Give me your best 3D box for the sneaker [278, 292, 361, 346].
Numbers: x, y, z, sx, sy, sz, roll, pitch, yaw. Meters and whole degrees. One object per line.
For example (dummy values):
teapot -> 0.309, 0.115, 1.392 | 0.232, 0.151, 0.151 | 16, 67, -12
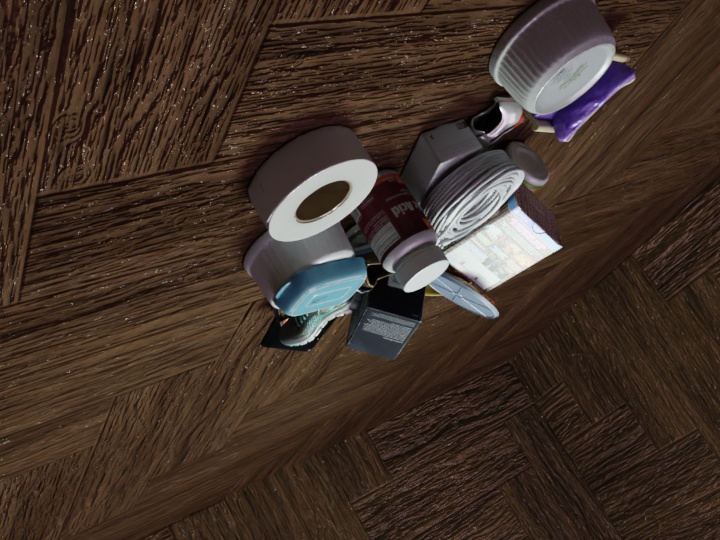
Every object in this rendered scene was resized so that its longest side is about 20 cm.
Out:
sneaker -> -0.098, 0.077, 1.683 | 0.199, 0.078, 0.091 | -37, 142, 10

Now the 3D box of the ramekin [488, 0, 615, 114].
ramekin -> 0.318, -0.347, 1.334 | 0.198, 0.106, 0.201 | -28, 161, -10

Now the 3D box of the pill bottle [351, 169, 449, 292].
pill bottle -> 0.068, -0.071, 1.471 | 0.113, 0.201, 0.114 | -28, 162, -10

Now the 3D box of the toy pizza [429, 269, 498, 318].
toy pizza -> 0.217, 0.040, 1.782 | 0.032, 0.199, 0.200 | -58, 164, -9

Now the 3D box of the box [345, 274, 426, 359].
box -> 0.060, 0.049, 1.729 | 0.122, 0.202, 0.199 | 16, 149, -7

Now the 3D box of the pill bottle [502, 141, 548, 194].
pill bottle -> 0.292, -0.167, 1.732 | 0.110, 0.112, 0.200 | -11, 152, -47

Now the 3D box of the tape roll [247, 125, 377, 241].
tape roll -> -0.074, -0.134, 1.289 | 0.201, 0.071, 0.203 | -29, 162, -10

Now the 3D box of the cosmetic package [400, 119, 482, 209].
cosmetic package -> 0.137, -0.179, 1.514 | 0.101, 0.075, 0.201 | -24, 161, -25

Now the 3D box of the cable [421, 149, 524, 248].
cable -> 0.207, -0.138, 1.516 | 0.198, 0.070, 0.201 | -25, 159, -30

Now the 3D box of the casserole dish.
casserole dish -> -0.065, 0.032, 1.466 | 0.198, 0.039, 0.121 | -12, 152, -45

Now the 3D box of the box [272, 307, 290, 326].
box -> -0.120, 0.036, 1.690 | 0.136, 0.040, 0.200 | -29, 161, -13

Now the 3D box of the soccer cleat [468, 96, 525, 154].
soccer cleat -> 0.217, -0.242, 1.508 | 0.084, 0.069, 0.200 | 5, 139, -43

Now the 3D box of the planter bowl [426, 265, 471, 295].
planter bowl -> 0.163, -0.030, 1.856 | 0.197, 0.084, 0.201 | 3, 148, 2

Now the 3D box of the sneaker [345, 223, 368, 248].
sneaker -> 0.044, -0.065, 1.626 | 0.198, 0.087, 0.078 | -31, 161, -6

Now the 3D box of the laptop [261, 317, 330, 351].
laptop -> -0.116, 0.101, 1.908 | 0.200, 0.103, 0.178 | -51, 177, -39

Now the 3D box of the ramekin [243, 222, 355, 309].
ramekin -> -0.105, -0.016, 1.493 | 0.199, 0.098, 0.201 | -28, 161, -11

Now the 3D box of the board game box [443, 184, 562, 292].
board game box -> 0.281, -0.073, 1.677 | 0.199, 0.098, 0.159 | -33, 128, 30

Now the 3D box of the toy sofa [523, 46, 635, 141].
toy sofa -> 0.401, -0.333, 1.513 | 0.082, 0.098, 0.200 | -8, 151, -51

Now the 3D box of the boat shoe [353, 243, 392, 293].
boat shoe -> 0.000, 0.000, 1.578 | 0.198, 0.073, 0.072 | -27, 142, 14
